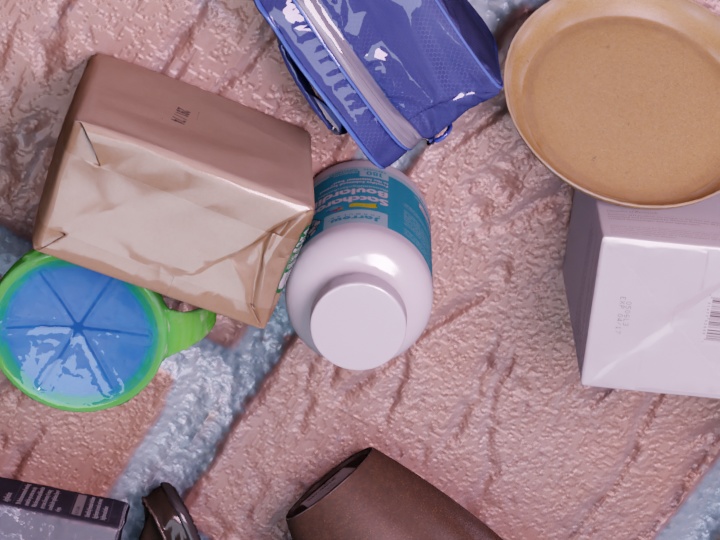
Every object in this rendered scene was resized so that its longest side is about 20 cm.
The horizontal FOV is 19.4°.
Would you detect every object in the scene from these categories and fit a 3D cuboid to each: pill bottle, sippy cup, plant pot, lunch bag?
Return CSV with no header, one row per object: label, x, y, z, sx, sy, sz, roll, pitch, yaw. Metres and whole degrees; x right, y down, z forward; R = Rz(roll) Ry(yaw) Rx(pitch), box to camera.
pill bottle,0.000,0.000,1.584,0.110,0.200,0.111,0,114,0
sippy cup,-0.210,0.019,1.625,0.178,0.130,0.140,36,112,-14
plant pot,0.035,0.251,1.721,0.187,0.187,0.200,-38,94,16
plant pot,0.202,-0.125,1.551,0.199,0.201,0.028,8,149,-3
lunch bag,0.008,-0.174,1.543,0.132,0.136,0.200,-31,111,14

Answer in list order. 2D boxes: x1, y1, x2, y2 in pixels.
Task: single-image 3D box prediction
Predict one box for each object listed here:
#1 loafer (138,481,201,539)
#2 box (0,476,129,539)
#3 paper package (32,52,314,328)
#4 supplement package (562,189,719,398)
loafer,-0.172,0.273,1.766,0.071,0.073,0.201,-8,116,-20
box,-0.308,0.275,1.726,0.199,0.117,0.198,12,94,-4
paper package,-0.134,-0.064,1.556,0.190,0.200,0.104,19,108,-9
supplement package,0.223,-0.006,1.578,0.119,0.200,0.122,5,115,-1
